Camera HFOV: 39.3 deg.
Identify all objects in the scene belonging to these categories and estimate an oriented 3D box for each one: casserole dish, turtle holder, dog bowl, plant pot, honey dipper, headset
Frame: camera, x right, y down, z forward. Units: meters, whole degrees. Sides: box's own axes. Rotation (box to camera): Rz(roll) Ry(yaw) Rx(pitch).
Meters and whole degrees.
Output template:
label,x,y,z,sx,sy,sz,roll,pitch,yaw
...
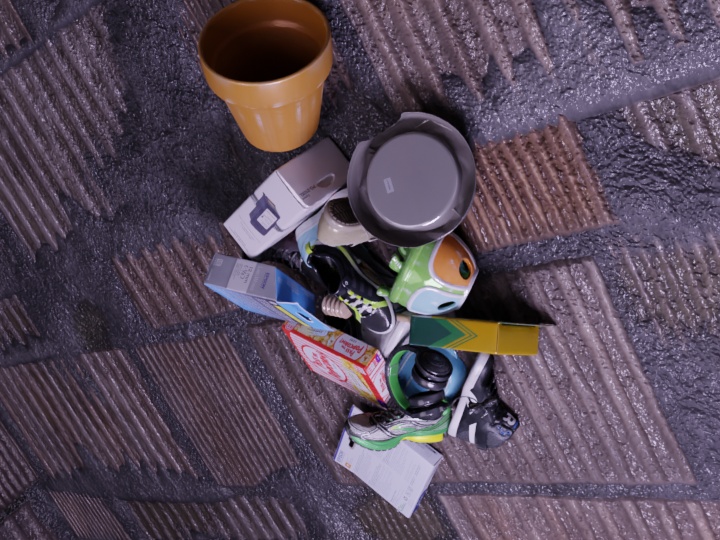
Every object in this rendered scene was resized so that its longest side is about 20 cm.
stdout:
label,x,y,z,sx,sy,sz,roll,pitch,yaw
casserole dish,0.114,0.197,1.811,0.121,0.039,0.200,38,137,11
turtle holder,0.107,0.016,1.603,0.131,0.141,0.186,25,125,2
dog bowl,0.082,-0.132,1.502,0.199,0.059,0.201,-1,88,21
plant pot,-0.135,-0.291,1.560,0.200,0.200,0.184,27,151,23
honey dipper,0.019,0.072,1.705,0.199,0.038,0.038,9,126,39
headset,0.127,0.192,1.674,0.200,0.094,0.124,23,116,45

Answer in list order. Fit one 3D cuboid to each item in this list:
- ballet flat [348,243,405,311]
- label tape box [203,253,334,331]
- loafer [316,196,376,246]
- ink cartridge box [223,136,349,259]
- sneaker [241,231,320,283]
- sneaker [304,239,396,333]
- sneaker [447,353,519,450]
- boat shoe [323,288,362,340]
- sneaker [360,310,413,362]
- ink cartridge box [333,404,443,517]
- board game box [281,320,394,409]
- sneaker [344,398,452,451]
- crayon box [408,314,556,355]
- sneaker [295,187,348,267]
label,x,y,z,sx,sy,sz,roll,pitch,yaw
ballet flat,0.000,0.000,1.738,0.200,0.068,0.068,39,138,12
label tape box,-0.149,0.038,1.747,0.199,0.066,0.143,10,164,30
loafer,-0.001,-0.079,1.584,0.068,0.200,0.076,-41,67,34
ink cartridge box,-0.118,-0.121,1.691,0.084,0.145,0.200,52,139,-1
sneaker,-0.147,-0.021,1.793,0.200,0.115,0.075,37,136,30
sneaker,-0.024,0.033,1.638,0.072,0.083,0.200,-37,96,33
sneaker,0.227,0.224,1.717,0.111,0.073,0.201,22,131,10
boat shoe,-0.038,0.097,1.845,0.072,0.068,0.201,25,134,26
sneaker,0.040,0.110,1.774,0.089,0.075,0.200,49,150,12
ink cartridge box,0.051,0.370,1.995,0.200,0.041,0.200,35,138,16
board game box,-0.032,0.160,1.806,0.200,0.046,0.152,23,156,36
sneaker,0.066,0.256,1.762,0.078,0.199,0.085,-117,28,-47
crayon box,0.193,0.103,1.598,0.199,0.125,0.052,2,87,40
sneaker,-0.033,-0.068,1.685,0.200,0.074,0.082,-39,58,45
